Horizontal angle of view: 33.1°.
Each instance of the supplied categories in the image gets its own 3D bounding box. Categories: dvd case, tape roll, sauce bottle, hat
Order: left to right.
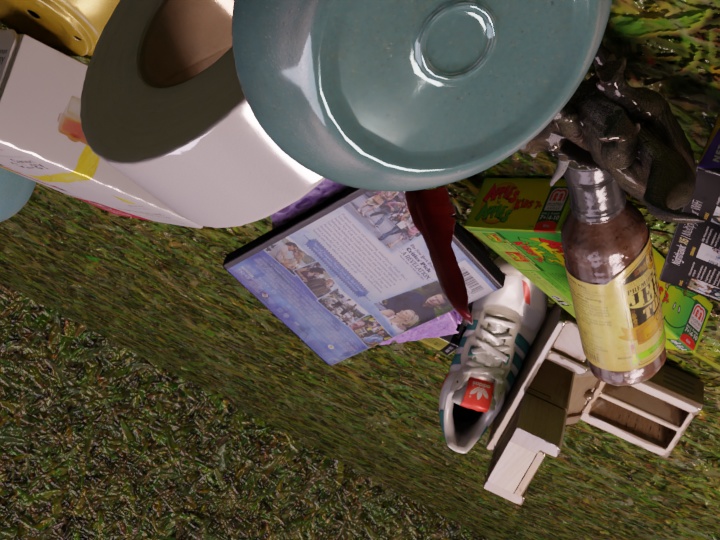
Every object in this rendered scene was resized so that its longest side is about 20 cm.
[{"bbox_3d":[-0.063,-0.127,0.677,0.202,0.203,0.071,8,157,48],"label":"tape roll"},{"bbox_3d":[-0.002,-0.073,0.796,0.165,0.176,0.200,29,164,-14],"label":"hat"},{"bbox_3d":[0.000,0.000,1.008,0.200,0.018,0.143,-26,120,36],"label":"dvd case"},{"bbox_3d":[0.177,-0.004,0.866,0.065,0.065,0.200,14,141,35],"label":"sauce bottle"}]

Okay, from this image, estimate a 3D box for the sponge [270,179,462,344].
[{"bbox_3d":[0.000,-0.017,1.025,0.111,0.030,0.200,-10,129,25],"label":"sponge"}]

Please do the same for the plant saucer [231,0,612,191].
[{"bbox_3d":[0.040,-0.116,0.575,0.200,0.200,0.036,38,-167,-39],"label":"plant saucer"}]

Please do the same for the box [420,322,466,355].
[{"bbox_3d":[0.021,0.009,1.239,0.200,0.075,0.050,27,163,-2],"label":"box"}]

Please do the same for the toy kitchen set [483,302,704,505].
[{"bbox_3d":[0.236,0.119,1.128,0.180,0.200,0.163,24,123,3],"label":"toy kitchen set"}]

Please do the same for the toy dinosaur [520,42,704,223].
[{"bbox_3d":[0.154,-0.077,0.696,0.102,0.077,0.200,36,-178,-37],"label":"toy dinosaur"}]

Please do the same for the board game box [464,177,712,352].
[{"bbox_3d":[0.187,-0.003,0.981,0.200,0.048,0.101,36,161,-36],"label":"board game box"}]

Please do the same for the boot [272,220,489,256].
[{"bbox_3d":[0.014,-0.012,1.099,0.199,0.075,0.097,18,132,8],"label":"boot"}]

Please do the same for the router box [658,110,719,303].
[{"bbox_3d":[0.282,-0.019,0.768,0.157,0.052,0.200,22,165,14],"label":"router box"}]

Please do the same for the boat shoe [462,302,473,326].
[{"bbox_3d":[0.084,0.014,1.167,0.200,0.065,0.072,33,165,-24],"label":"boat shoe"}]

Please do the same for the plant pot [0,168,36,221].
[{"bbox_3d":[-0.388,-0.159,1.161,0.200,0.200,0.135,29,129,-12],"label":"plant pot"}]

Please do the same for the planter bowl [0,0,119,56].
[{"bbox_3d":[-0.215,-0.210,0.857,0.200,0.084,0.200,24,165,7],"label":"planter bowl"}]

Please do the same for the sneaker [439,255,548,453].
[{"bbox_3d":[0.122,0.082,1.115,0.070,0.093,0.200,19,120,-2],"label":"sneaker"}]

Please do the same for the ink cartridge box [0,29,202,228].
[{"bbox_3d":[-0.225,-0.108,0.945,0.200,0.084,0.145,24,171,-42],"label":"ink cartridge box"}]
